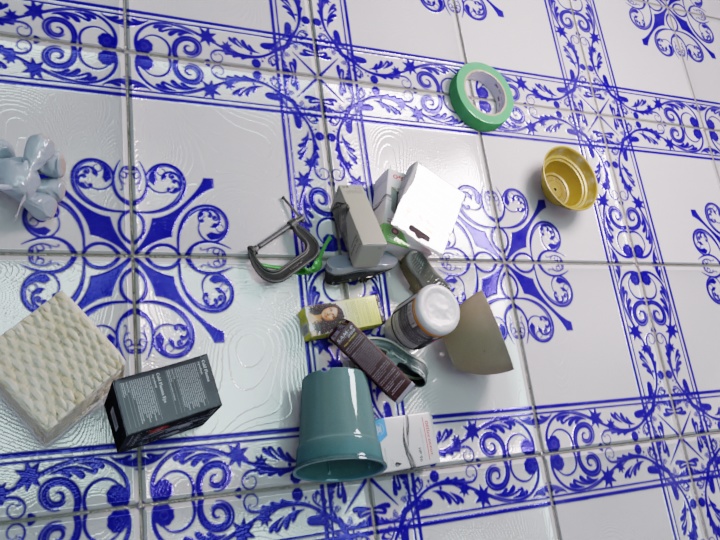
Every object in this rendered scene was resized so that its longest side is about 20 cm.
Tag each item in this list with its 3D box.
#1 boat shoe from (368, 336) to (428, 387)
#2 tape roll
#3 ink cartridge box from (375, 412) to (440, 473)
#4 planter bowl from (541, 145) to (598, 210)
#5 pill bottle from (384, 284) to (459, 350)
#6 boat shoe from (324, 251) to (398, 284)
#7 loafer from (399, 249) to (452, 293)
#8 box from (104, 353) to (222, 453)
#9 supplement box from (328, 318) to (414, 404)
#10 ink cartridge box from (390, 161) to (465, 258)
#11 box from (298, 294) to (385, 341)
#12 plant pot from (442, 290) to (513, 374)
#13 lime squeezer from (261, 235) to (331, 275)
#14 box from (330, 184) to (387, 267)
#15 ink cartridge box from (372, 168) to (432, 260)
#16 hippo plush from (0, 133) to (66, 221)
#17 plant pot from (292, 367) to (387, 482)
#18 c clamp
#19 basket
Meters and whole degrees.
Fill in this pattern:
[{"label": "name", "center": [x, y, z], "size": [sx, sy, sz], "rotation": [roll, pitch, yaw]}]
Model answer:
[{"label": "boat shoe", "center": [0.074, 0.215, 1.666], "size": [0.197, 0.073, 0.062], "rotation": [25, 30, -20]}, {"label": "tape roll", "center": [0.353, -0.507, 2.097], "size": [0.196, 0.048, 0.206], "rotation": [9, 67, -22]}, {"label": "ink cartridge box", "center": [0.103, 0.388, 1.625], "size": [0.195, 0.068, 0.119], "rotation": [-2, 72, -27]}, {"label": "planter bowl", "center": [0.588, -0.251, 2.090], "size": [0.196, 0.083, 0.206], "rotation": [9, 67, -21]}, {"label": "pill bottle", "center": [0.137, 0.117, 1.667], "size": [0.114, 0.200, 0.119], "rotation": [9, 67, -21]}, {"label": "boat shoe", "center": [0.000, 0.000, 1.727], "size": [0.196, 0.067, 0.070], "rotation": [-11, 40, -34]}, {"label": "loafer", "center": [0.163, 0.036, 1.789], "size": [0.075, 0.069, 0.202], "rotation": [-41, 108, -28]}, {"label": "box", "center": [-0.378, 0.256, 1.368], "size": [0.179, 0.200, 0.106], "rotation": [-15, 75, -28]}, {"label": "supplement box", "center": [0.022, 0.198, 1.581], "size": [0.200, 0.109, 0.061], "rotation": [44, 83, -7]}, {"label": "ink cartridge box", "center": [0.160, -0.146, 1.772], "size": [0.159, 0.050, 0.203], "rotation": [31, 63, -14]}, {"label": "box", "center": [-0.042, 0.110, 1.672], "size": [0.196, 0.050, 0.077], "rotation": [-9, 75, -29]}, {"label": "plant pot", "center": [0.272, 0.169, 1.739], "size": [0.132, 0.200, 0.204], "rotation": [-23, 79, 6]}, {"label": "lime squeezer", "center": [-0.134, -0.022, 1.685], "size": [0.197, 0.038, 0.072], "rotation": [-24, 85, -28]}, {"label": "box", "center": [-0.007, -0.108, 1.715], "size": [0.067, 0.083, 0.203], "rotation": [-1, 48, -24]}, {"label": "ink cartridge box", "center": [0.107, -0.136, 1.816], "size": [0.142, 0.084, 0.205], "rotation": [15, 65, -21]}, {"label": "hippo plush", "center": [-0.702, -0.178, 1.437], "size": [0.157, 0.162, 0.203], "rotation": [9, 47, 11]}, {"label": "plant pot", "center": [-0.049, 0.323, 1.516], "size": [0.195, 0.201, 0.201], "rotation": [7, 59, -22]}, {"label": "c clamp", "center": [-0.187, -0.063, 1.674], "size": [0.170, 0.027, 0.200], "rotation": [41, 57, 11]}, {"label": "basket", "center": [-0.567, 0.177, 1.333], "size": [0.201, 0.161, 0.198], "rotation": [47, 60, 0]}]
